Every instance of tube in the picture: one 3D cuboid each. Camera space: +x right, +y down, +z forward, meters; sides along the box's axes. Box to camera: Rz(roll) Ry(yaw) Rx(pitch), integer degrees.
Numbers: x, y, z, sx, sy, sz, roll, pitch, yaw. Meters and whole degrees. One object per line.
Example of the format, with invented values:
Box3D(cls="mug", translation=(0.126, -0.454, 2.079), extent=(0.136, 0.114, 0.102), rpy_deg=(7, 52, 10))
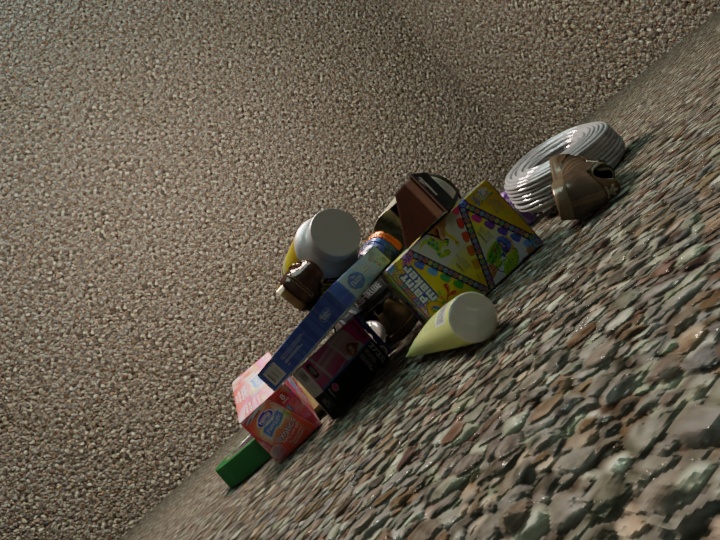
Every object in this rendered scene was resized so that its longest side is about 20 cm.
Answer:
Box3D(cls="tube", translation=(0.100, 0.067, 0.597), extent=(0.058, 0.052, 0.200), rpy_deg=(0, -13, -7))

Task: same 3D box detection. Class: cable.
Box3D(cls="cable", translation=(0.343, -0.178, 0.877), extent=(0.200, 0.069, 0.200), rpy_deg=(-42, 12, -26))

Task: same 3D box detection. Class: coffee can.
Box3D(cls="coffee can", translation=(0.119, -0.097, 1.028), extent=(0.146, 0.146, 0.200), rpy_deg=(-43, 7, 30))

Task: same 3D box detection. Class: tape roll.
Box3D(cls="tape roll", translation=(-0.202, 0.350, 1.051), extent=(0.200, 0.048, 0.200), rpy_deg=(-42, -1, -1))

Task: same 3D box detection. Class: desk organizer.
Box3D(cls="desk organizer", translation=(0.088, -0.096, 0.782), extent=(0.077, 0.072, 0.200), rpy_deg=(-45, -2, 17))

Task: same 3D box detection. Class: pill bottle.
Box3D(cls="pill bottle", translation=(-0.068, -0.025, 0.898), extent=(0.112, 0.112, 0.200), rpy_deg=(-41, -5, -27))

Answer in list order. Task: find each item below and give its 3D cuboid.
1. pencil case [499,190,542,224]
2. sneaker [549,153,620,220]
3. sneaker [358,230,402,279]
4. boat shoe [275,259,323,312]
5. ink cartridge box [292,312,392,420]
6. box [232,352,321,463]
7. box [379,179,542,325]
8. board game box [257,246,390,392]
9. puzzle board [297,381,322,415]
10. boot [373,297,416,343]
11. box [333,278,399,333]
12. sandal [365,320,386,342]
Box3D(cls="pencil case", translation=(0.277, -0.098, 1.039), extent=(0.085, 0.084, 0.200), rpy_deg=(-1, -13, -16))
Box3D(cls="sneaker", translation=(0.300, -0.117, 0.692), extent=(0.075, 0.071, 0.200), rpy_deg=(-14, 21, 25))
Box3D(cls="sneaker", translation=(0.000, 0.000, 0.960), extent=(0.078, 0.075, 0.200), rpy_deg=(-55, 2, -35))
Box3D(cls="boat shoe", translation=(-0.086, 0.022, 0.793), extent=(0.070, 0.070, 0.200), rpy_deg=(-55, 7, -7))
Box3D(cls="ink cartridge box", translation=(-0.016, 0.144, 0.844), extent=(0.037, 0.095, 0.200), rpy_deg=(-44, -3, 38))
Box3D(cls="box", translation=(-0.154, 0.232, 0.908), extent=(0.095, 0.103, 0.200), rpy_deg=(-42, 15, -9))
Box3D(cls="box", translation=(0.141, -0.016, 0.805), extent=(0.193, 0.122, 0.200), rpy_deg=(-42, -1, -2))
Box3D(cls="board game box", translation=(-0.053, 0.070, 0.811), extent=(0.200, 0.043, 0.199), rpy_deg=(-49, -3, 28))
Box3D(cls="puzzle board", translation=(-0.085, 0.225, 0.998), extent=(0.151, 0.017, 0.200), rpy_deg=(-50, 13, 10))
Box3D(cls="boot", translation=(0.082, 0.080, 1.075), extent=(0.074, 0.075, 0.200), rpy_deg=(-44, -3, 18))
Box3D(cls="box", translation=(0.016, 0.103, 1.124), extent=(0.158, 0.050, 0.200), rpy_deg=(-42, -29, -20))
Box3D(cls="sandal", translation=(0.001, 0.164, 1.030), extent=(0.050, 0.083, 0.203), rpy_deg=(12, -38, -30))
